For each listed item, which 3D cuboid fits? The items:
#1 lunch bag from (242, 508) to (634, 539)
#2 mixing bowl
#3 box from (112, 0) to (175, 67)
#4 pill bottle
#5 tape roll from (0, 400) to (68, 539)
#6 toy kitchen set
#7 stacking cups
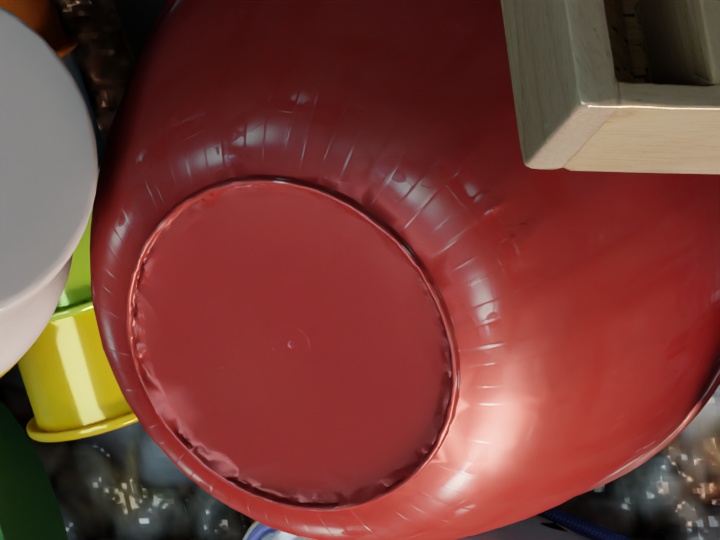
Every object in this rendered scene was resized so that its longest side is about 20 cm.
[{"bbox_3d":[0.023,0.155,0.879,0.160,0.076,0.200,19,119,19],"label":"lunch bag"},{"bbox_3d":[0.000,0.000,0.744,0.200,0.108,0.200,9,115,21],"label":"mixing bowl"},{"bbox_3d":[0.035,-0.057,0.796,0.200,0.050,0.158,-9,108,27],"label":"box"},{"bbox_3d":[-0.149,-0.005,0.781,0.114,0.114,0.200,50,153,-2],"label":"pill bottle"},{"bbox_3d":[-0.197,0.117,0.928,0.200,0.048,0.201,-2,84,22],"label":"tape roll"},{"bbox_3d":[0.135,-0.143,0.609,0.200,0.163,0.181,129,138,-62],"label":"toy kitchen set"},{"bbox_3d":[-0.113,-0.046,0.866,0.060,0.061,0.200,-13,102,28],"label":"stacking cups"}]
